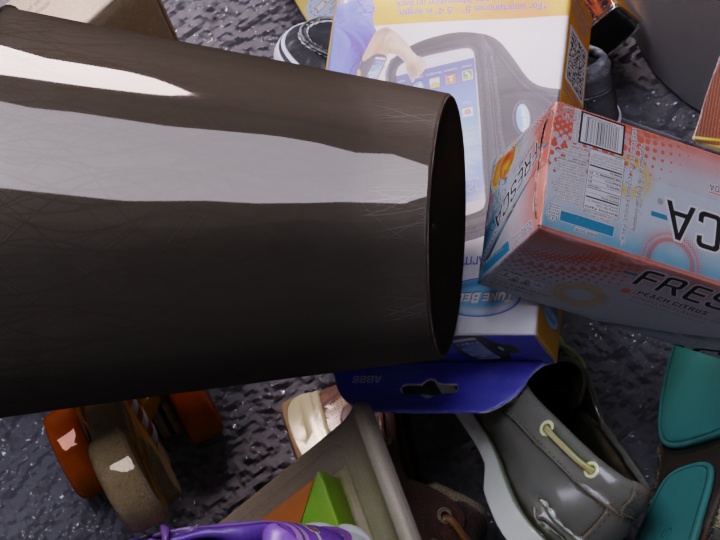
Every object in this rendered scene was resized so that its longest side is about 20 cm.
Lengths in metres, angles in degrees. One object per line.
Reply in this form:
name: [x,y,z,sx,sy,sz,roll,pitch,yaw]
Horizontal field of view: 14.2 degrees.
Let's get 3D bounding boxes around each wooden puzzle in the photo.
wooden puzzle: [-0.039,0.181,1.266,0.200,0.037,0.186,-43,48,26]

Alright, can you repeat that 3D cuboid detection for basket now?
basket: [-0.060,-0.021,1.239,0.199,0.136,0.182,3,85,10]

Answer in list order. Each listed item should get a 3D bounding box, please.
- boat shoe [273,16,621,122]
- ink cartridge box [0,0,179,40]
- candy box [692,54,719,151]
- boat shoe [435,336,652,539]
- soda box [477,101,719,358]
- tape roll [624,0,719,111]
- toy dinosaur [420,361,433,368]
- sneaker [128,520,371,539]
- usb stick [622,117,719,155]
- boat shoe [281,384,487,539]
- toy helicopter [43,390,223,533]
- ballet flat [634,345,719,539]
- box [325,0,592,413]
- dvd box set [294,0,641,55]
boat shoe: [0.039,-0.103,1.408,0.199,0.068,0.072,21,43,36]
ink cartridge box: [-0.155,-0.052,1.423,0.165,0.200,0.075,-42,55,-14]
candy box: [0.252,-0.080,1.251,0.199,0.056,0.117,21,97,38]
boat shoe: [0.082,0.064,1.322,0.060,0.072,0.202,-47,32,17]
soda box: [0.154,-0.005,1.255,0.199,0.068,0.064,17,63,-15]
tape roll: [0.221,-0.188,1.438,0.201,0.139,0.204,-8,54,11]
toy dinosaur: [0.000,0.000,1.402,0.077,0.103,0.200,-4,37,-35]
sneaker: [-0.084,0.136,1.248,0.199,0.083,0.081,-19,59,37]
usb stick: [0.186,-0.028,1.404,0.199,0.033,0.056,22,58,29]
boat shoe: [0.025,0.124,1.327,0.072,0.072,0.201,-24,46,2]
toy helicopter: [-0.117,0.059,1.340,0.079,0.133,0.200,-26,21,-1]
ballet flat: [0.166,0.093,1.302,0.068,0.075,0.201,-17,45,44]
box: [0.036,-0.034,1.314,0.118,0.042,0.201,-2,64,20]
dvd box set: [0.043,-0.151,1.509,0.146,0.029,0.200,-39,51,13]
